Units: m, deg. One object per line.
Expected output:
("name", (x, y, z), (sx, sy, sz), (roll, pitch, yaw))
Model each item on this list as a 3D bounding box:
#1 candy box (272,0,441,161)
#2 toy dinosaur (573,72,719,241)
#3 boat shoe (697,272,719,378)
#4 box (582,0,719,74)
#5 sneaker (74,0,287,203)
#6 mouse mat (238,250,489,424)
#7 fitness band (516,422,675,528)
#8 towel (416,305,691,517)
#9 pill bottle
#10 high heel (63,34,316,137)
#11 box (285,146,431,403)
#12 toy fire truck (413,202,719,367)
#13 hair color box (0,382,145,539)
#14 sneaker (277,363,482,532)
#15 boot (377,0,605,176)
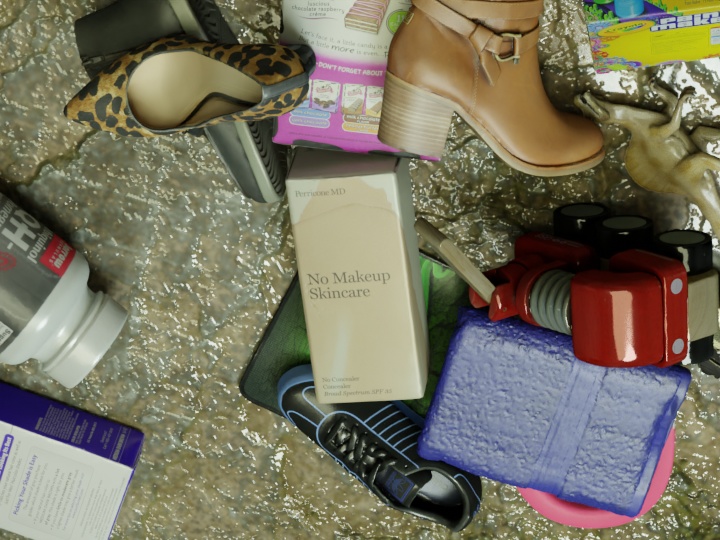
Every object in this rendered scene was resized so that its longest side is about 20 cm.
("candy box", (0.008, -0.192, 1.469), (0.135, 0.061, 0.201), (7, 118, 1))
("toy dinosaur", (0.258, -0.087, 1.509), (0.200, 0.058, 0.101), (46, 127, -8))
("boat shoe", (0.297, 0.054, 1.561), (0.200, 0.073, 0.065), (39, 124, 0))
("box", (0.247, -0.256, 1.331), (0.199, 0.122, 0.194), (-7, 78, 9))
("sneaker", (-0.138, -0.132, 1.514), (0.106, 0.075, 0.201), (-22, 102, 20))
("mouse mat", (0.004, 0.062, 1.627), (0.160, 0.008, 0.201), (25, 115, -7))
("fitness band", (0.193, 0.126, 1.624), (0.143, 0.037, 0.201), (0, 115, 9))
("towel", (0.156, 0.113, 1.576), (0.199, 0.050, 0.148), (16, 116, -4))
("pill bottle", (-0.293, 0.006, 1.571), (0.200, 0.111, 0.111), (38, 114, -13))
("high heel", (-0.132, -0.129, 1.394), (0.199, 0.143, 0.072), (-11, 102, 7))
("box", (0.000, 0.000, 1.549), (0.094, 0.078, 0.201), (-5, 115, 10))
("toy fire truck", (0.148, 0.010, 1.455), (0.199, 0.176, 0.129), (-16, 111, -32))
("hair color box", (-0.300, 0.166, 1.678), (0.199, 0.065, 0.110), (20, 117, -6))
("sneaker", (0.017, 0.150, 1.622), (0.199, 0.078, 0.070), (28, 116, -9))
("boot", (0.113, -0.158, 1.433), (0.199, 0.077, 0.156), (8, 110, -21))
